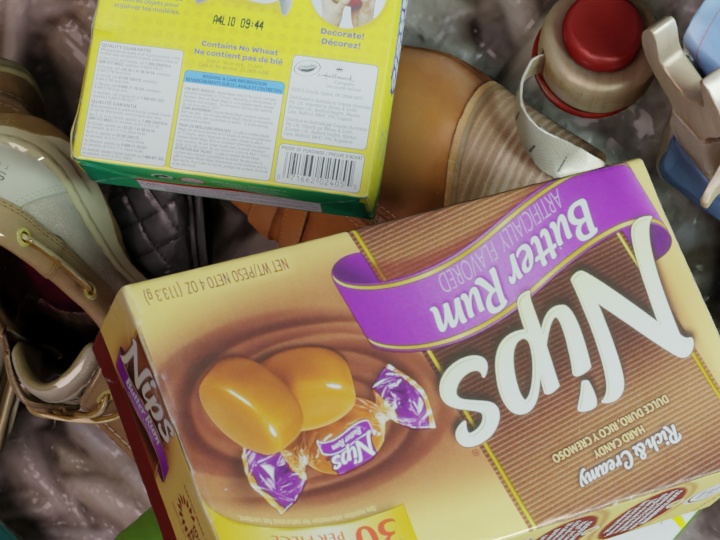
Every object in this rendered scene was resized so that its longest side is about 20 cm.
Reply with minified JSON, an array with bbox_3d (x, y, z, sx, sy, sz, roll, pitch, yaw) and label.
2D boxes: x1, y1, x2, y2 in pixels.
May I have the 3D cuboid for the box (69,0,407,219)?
[{"bbox_3d":[-0.037,-0.127,0.906,0.117,0.048,0.201,8,82,5],"label":"box"}]

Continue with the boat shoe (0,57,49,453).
[{"bbox_3d":[-0.167,0.007,1.020,0.063,0.073,0.201,51,132,52],"label":"boat shoe"}]

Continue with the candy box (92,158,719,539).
[{"bbox_3d":[0.025,0.044,0.786,0.117,0.199,0.056,68,156,18],"label":"candy box"}]

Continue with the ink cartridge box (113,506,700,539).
[{"bbox_3d":[0.008,0.098,0.828,0.148,0.200,0.076,44,142,5],"label":"ink cartridge box"}]

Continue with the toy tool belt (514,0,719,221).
[{"bbox_3d":[0.157,-0.062,0.840,0.199,0.123,0.125,30,73,8],"label":"toy tool belt"}]

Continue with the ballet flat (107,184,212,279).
[{"bbox_3d":[-0.099,-0.087,0.976,0.057,0.066,0.201,-6,105,2],"label":"ballet flat"}]

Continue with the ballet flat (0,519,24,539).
[{"bbox_3d":[-0.156,0.168,1.070,0.200,0.072,0.072,35,115,2],"label":"ballet flat"}]

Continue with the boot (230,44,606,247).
[{"bbox_3d":[0.000,0.000,0.966,0.154,0.074,0.201,28,109,18],"label":"boot"}]

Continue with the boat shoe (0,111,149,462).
[{"bbox_3d":[-0.119,0.027,0.980,0.074,0.067,0.200,-4,133,33],"label":"boat shoe"}]
